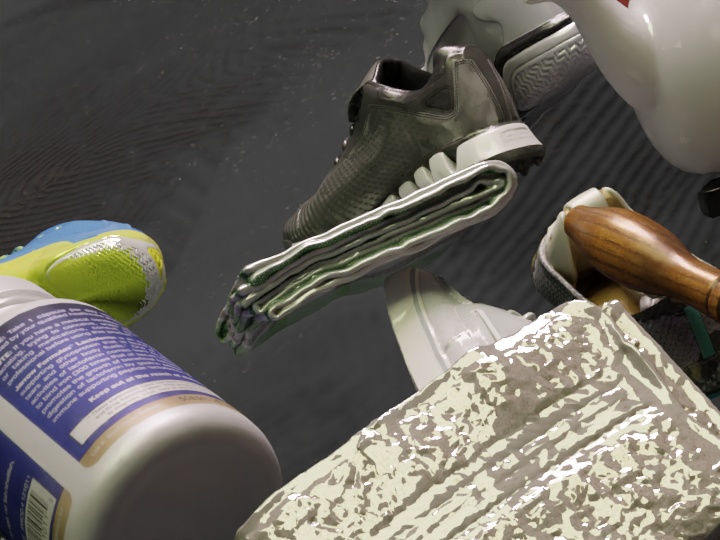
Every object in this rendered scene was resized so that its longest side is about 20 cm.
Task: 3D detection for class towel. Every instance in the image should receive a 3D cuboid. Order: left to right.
[{"bbox_3d":[0.000,0.000,1.174,0.148,0.031,0.200,-24,-6,-10],"label":"towel"},{"bbox_3d":[0.062,0.101,0.951,0.199,0.035,0.133,-34,57,-14],"label":"towel"}]

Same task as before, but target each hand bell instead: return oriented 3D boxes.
[{"bbox_3d":[0.155,0.010,0.981,0.104,0.105,0.200,-34,36,-17],"label":"hand bell"}]

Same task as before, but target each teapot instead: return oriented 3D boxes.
[{"bbox_3d":[0.218,-0.150,1.180,0.196,0.147,0.200,-13,15,34],"label":"teapot"}]

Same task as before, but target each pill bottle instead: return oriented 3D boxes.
[{"bbox_3d":[-0.135,0.082,1.100,0.115,0.116,0.200,-36,40,-20],"label":"pill bottle"}]

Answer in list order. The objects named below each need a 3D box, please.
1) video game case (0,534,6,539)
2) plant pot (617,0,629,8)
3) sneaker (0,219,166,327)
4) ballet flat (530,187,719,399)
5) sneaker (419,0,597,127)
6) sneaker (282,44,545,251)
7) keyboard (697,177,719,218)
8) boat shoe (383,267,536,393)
[{"bbox_3d":[-0.171,0.119,1.218,0.199,0.023,0.182,-32,25,-14],"label":"video game case"},{"bbox_3d":[0.152,-0.225,1.328,0.199,0.179,0.201,-11,13,3],"label":"plant pot"},{"bbox_3d":[-0.209,0.023,1.395,0.198,0.076,0.105,-16,14,5],"label":"sneaker"},{"bbox_3d":[0.129,-0.004,1.114,0.072,0.072,0.200,-29,25,-6],"label":"ballet flat"},{"bbox_3d":[0.057,-0.127,1.296,0.075,0.115,0.200,-28,-8,-38],"label":"sneaker"},{"bbox_3d":[0.019,-0.067,1.263,0.066,0.091,0.200,-13,-10,-40],"label":"sneaker"},{"bbox_3d":[0.264,-0.051,1.133,0.199,0.040,0.104,-18,3,19],"label":"keyboard"},{"bbox_3d":[0.061,0.051,1.071,0.068,0.072,0.200,-23,25,-1],"label":"boat shoe"}]
